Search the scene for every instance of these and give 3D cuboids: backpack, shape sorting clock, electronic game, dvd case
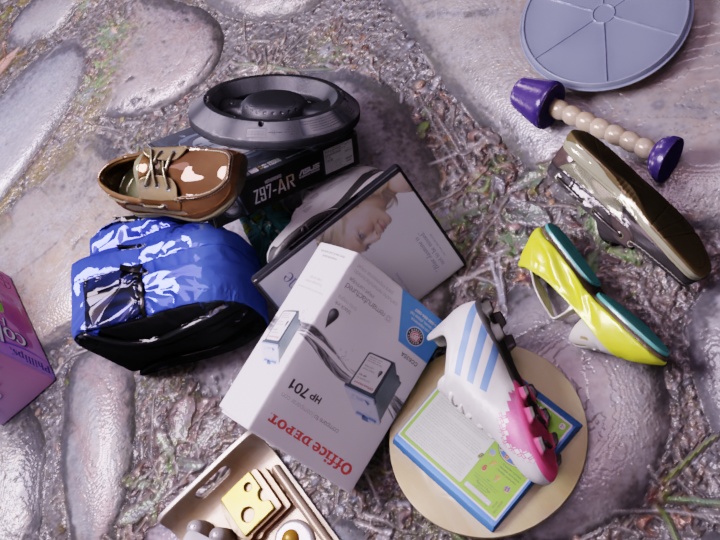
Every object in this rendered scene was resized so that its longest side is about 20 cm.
[{"bbox_3d":[-0.211,0.015,1.051,0.197,0.162,0.170,-12,72,14],"label":"backpack"},{"bbox_3d":[0.125,0.165,0.912,0.197,0.039,0.203,-9,60,16],"label":"shape sorting clock"},{"bbox_3d":[-0.098,-0.182,1.056,0.196,0.042,0.201,0,29,0],"label":"electronic game"},{"bbox_3d":[0.000,0.000,0.994,0.199,0.143,0.018,-38,26,2],"label":"dvd case"}]

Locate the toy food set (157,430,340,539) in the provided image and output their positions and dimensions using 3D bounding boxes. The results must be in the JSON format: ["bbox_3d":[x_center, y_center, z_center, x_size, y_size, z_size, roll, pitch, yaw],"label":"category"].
[{"bbox_3d":[-0.111,0.283,0.945,0.143,0.060,0.200,-43,58,-1],"label":"toy food set"}]

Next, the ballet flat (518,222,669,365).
[{"bbox_3d":[0.226,0.037,0.925,0.067,0.066,0.201,-50,52,20],"label":"ballet flat"}]

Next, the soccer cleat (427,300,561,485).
[{"bbox_3d":[0.124,0.124,0.879,0.086,0.070,0.202,-31,52,17],"label":"soccer cleat"}]

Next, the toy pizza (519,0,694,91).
[{"bbox_3d":[0.284,-0.290,1.069,0.197,0.032,0.203,-9,63,18],"label":"toy pizza"}]

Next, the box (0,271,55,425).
[{"bbox_3d":[-0.504,0.067,1.152,0.096,0.176,0.201,-38,57,2],"label":"box"}]

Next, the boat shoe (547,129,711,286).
[{"bbox_3d":[0.272,-0.057,0.944,0.202,0.071,0.066,51,130,18],"label":"boat shoe"}]

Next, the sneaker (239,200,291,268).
[{"bbox_3d":[-0.119,-0.061,1.104,0.077,0.080,0.201,-37,58,2],"label":"sneaker"}]

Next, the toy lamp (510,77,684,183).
[{"bbox_3d":[0.252,-0.159,1.006,0.199,0.058,0.058,35,82,31],"label":"toy lamp"}]

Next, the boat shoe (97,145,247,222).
[{"bbox_3d":[-0.202,-0.092,0.955,0.198,0.073,0.077,-6,72,41],"label":"boat shoe"}]

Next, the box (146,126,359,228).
[{"bbox_3d":[-0.124,-0.136,1.072,0.198,0.044,0.160,-26,41,-25],"label":"box"}]

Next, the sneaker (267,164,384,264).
[{"bbox_3d":[-0.052,-0.063,1.064,0.115,0.077,0.200,22,47,40],"label":"sneaker"}]

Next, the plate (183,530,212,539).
[{"bbox_3d":[-0.121,0.380,0.872,0.198,0.032,0.203,17,97,30],"label":"plate"}]

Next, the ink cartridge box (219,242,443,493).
[{"bbox_3d":[-0.025,0.098,0.936,0.202,0.146,0.086,-59,29,-11],"label":"ink cartridge box"}]
